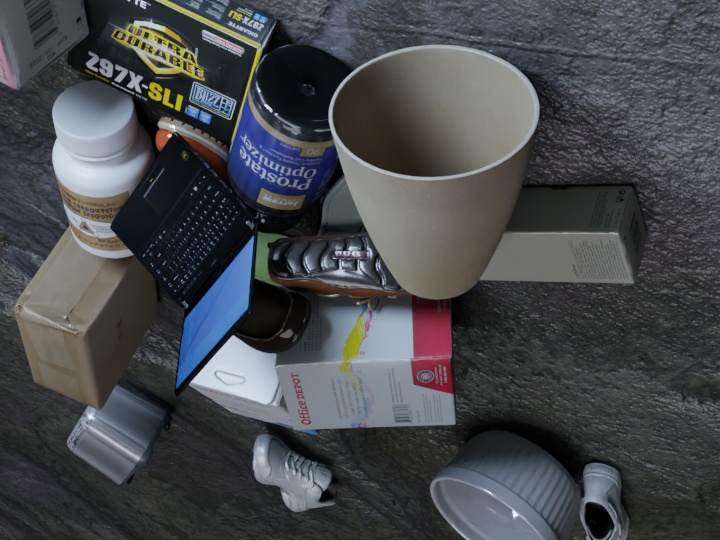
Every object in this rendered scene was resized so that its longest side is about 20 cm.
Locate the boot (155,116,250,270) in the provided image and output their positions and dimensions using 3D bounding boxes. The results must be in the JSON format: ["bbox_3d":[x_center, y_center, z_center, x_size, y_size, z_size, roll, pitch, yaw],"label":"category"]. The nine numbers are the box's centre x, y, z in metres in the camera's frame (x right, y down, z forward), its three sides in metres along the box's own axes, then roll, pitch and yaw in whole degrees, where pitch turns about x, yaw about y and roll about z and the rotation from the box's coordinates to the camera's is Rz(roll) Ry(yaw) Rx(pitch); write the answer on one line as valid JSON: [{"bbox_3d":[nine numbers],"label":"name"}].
[{"bbox_3d":[-0.179,-0.082,1.311,0.075,0.108,0.200,18,156,34],"label":"boot"}]

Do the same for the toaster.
[{"bbox_3d":[-0.395,0.263,1.928,0.129,0.114,0.200,32,147,-8],"label":"toaster"}]

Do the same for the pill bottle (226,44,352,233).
[{"bbox_3d":[-0.076,-0.126,1.212,0.111,0.112,0.200,25,145,-2],"label":"pill bottle"}]

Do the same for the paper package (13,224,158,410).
[{"bbox_3d":[-0.350,0.049,1.543,0.103,0.191,0.201,20,145,9],"label":"paper package"}]

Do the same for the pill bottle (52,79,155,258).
[{"bbox_3d":[-0.291,-0.116,1.355,0.113,0.115,0.201,17,145,10],"label":"pill bottle"}]

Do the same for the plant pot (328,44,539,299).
[{"bbox_3d":[0.070,-0.074,1.112,0.186,0.188,0.201,13,139,16],"label":"plant pot"}]

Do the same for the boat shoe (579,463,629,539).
[{"bbox_3d":[0.335,0.346,1.639,0.071,0.069,0.201,12,144,17],"label":"boat shoe"}]

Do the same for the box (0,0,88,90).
[{"bbox_3d":[-0.379,-0.285,1.143,0.199,0.109,0.128,27,145,20],"label":"box"}]

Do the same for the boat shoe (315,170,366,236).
[{"bbox_3d":[-0.011,-0.077,1.287,0.075,0.061,0.200,11,147,-17],"label":"boat shoe"}]

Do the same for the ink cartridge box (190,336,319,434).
[{"bbox_3d":[-0.135,0.147,1.585,0.143,0.085,0.200,13,166,17],"label":"ink cartridge box"}]

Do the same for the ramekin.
[{"bbox_3d":[0.203,0.309,1.603,0.199,0.105,0.201,31,151,19],"label":"ramekin"}]

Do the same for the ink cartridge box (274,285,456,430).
[{"bbox_3d":[0.009,0.087,1.375,0.198,0.146,0.146,-3,142,4],"label":"ink cartridge box"}]

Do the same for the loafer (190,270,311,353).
[{"bbox_3d":[-0.138,0.041,1.314,0.199,0.074,0.071,9,163,42],"label":"loafer"}]

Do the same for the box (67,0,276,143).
[{"bbox_3d":[-0.196,-0.231,1.204,0.199,0.050,0.160,25,148,-2],"label":"box"}]

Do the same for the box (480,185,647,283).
[{"bbox_3d":[0.186,-0.037,1.216,0.198,0.069,0.082,3,140,29],"label":"box"}]

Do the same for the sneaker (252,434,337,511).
[{"bbox_3d":[-0.096,0.314,1.865,0.099,0.078,0.200,-6,145,27],"label":"sneaker"}]

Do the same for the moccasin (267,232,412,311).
[{"bbox_3d":[0.000,0.002,1.287,0.199,0.074,0.078,-4,164,8],"label":"moccasin"}]

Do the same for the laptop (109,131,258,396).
[{"bbox_3d":[-0.193,-0.005,1.242,0.200,0.103,0.177,47,130,3],"label":"laptop"}]

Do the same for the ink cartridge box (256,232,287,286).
[{"bbox_3d":[-0.091,0.035,1.500,0.144,0.048,0.201,16,147,13],"label":"ink cartridge box"}]
